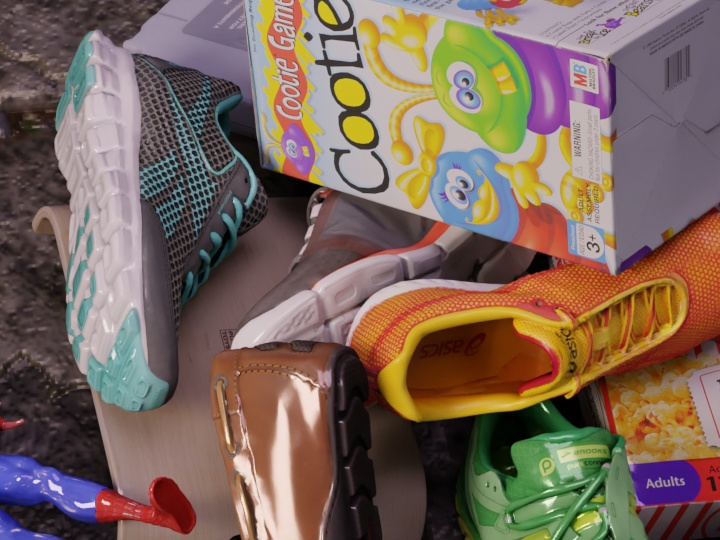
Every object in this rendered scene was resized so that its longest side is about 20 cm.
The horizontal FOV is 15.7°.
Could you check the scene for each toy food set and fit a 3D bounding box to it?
[{"bbox_3d":[-0.063,0.049,1.191,0.143,0.060,0.200,-2,54,-22],"label":"toy food set"}]

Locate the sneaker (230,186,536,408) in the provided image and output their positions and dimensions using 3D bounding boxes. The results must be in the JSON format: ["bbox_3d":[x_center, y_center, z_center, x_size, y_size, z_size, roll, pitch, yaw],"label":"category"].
[{"bbox_3d":[0.000,0.000,1.181,0.082,0.077,0.200,26,39,33],"label":"sneaker"}]

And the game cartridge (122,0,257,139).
[{"bbox_3d":[-0.016,-0.137,1.314,0.133,0.041,0.200,16,49,38],"label":"game cartridge"}]

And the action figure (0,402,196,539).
[{"bbox_3d":[-0.165,0.094,1.111,0.200,0.052,0.066,8,62,37],"label":"action figure"}]

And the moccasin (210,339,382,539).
[{"bbox_3d":[-0.031,0.131,1.074,0.078,0.202,0.074,-5,6,17],"label":"moccasin"}]

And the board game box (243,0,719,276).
[{"bbox_3d":[0.058,-0.086,1.147,0.200,0.103,0.105,19,36,37],"label":"board game box"}]

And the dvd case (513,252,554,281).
[{"bbox_3d":[0.068,-0.070,1.305,0.200,0.025,0.150,35,58,20],"label":"dvd case"}]

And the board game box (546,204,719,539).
[{"bbox_3d":[0.171,0.024,1.214,0.151,0.046,0.200,-4,61,-13],"label":"board game box"}]

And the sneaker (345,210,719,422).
[{"bbox_3d":[0.095,0.027,1.117,0.200,0.073,0.077,-18,24,-14],"label":"sneaker"}]

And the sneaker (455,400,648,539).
[{"bbox_3d":[0.086,0.113,1.097,0.074,0.084,0.200,-13,31,-16],"label":"sneaker"}]

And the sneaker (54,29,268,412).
[{"bbox_3d":[-0.082,-0.024,1.156,0.091,0.078,0.200,8,51,-19],"label":"sneaker"}]
